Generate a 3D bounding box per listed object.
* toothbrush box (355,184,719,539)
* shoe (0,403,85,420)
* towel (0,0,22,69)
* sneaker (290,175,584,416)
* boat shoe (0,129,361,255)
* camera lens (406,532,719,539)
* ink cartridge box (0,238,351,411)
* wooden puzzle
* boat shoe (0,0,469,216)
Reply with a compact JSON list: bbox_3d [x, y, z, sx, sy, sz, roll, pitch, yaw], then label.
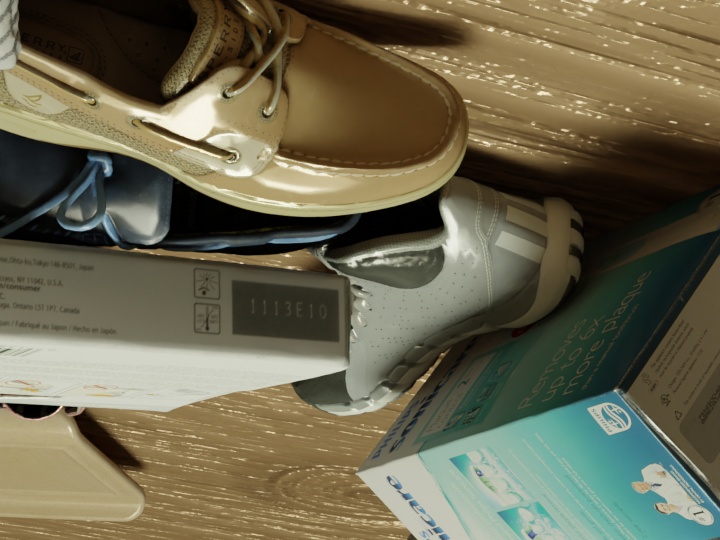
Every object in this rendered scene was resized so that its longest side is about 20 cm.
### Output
[{"bbox_3d":[0.112,0.053,0.858,0.085,0.147,0.200,47,147,-11],"label":"toothbrush box"},{"bbox_3d":[-0.160,0.036,0.969,0.071,0.092,0.200,3,160,4],"label":"shoe"},{"bbox_3d":[-0.196,-0.126,0.541,0.198,0.086,0.166,4,162,-5],"label":"towel"},{"bbox_3d":[0.000,0.000,0.886,0.115,0.076,0.200,22,144,-31],"label":"sneaker"},{"bbox_3d":[-0.088,-0.047,0.756,0.199,0.085,0.068,0,-176,-31],"label":"boat shoe"},{"bbox_3d":[0.121,0.194,0.938,0.159,0.161,0.199,20,169,-38],"label":"camera lens"},{"bbox_3d":[-0.130,0.027,0.813,0.199,0.044,0.173,6,168,-31],"label":"ink cartridge box"},{"bbox_3d":[-0.261,0.128,1.344,0.183,0.038,0.200,1,156,10],"label":"wooden puzzle"},{"bbox_3d":[-0.053,-0.068,0.686,0.198,0.072,0.065,9,161,-9],"label":"boat shoe"}]
